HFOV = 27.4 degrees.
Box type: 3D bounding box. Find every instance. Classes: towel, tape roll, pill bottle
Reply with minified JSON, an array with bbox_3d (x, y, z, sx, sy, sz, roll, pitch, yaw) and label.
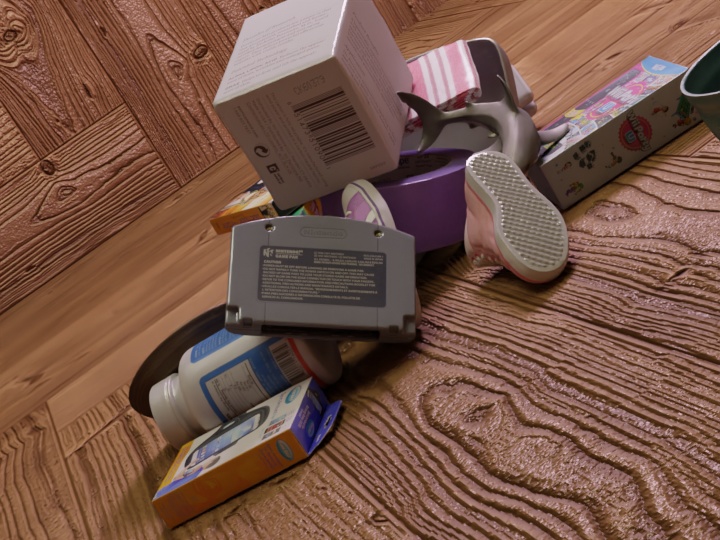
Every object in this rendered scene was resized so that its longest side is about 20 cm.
[{"bbox_3d":[0.056,-0.208,1.835,0.198,0.030,0.147,-26,32,12],"label":"towel"},{"bbox_3d":[0.051,-0.084,1.792,0.197,0.086,0.200,-10,15,3],"label":"tape roll"},{"bbox_3d":[-0.128,0.115,1.609,0.198,0.113,0.112,-29,14,16],"label":"pill bottle"}]

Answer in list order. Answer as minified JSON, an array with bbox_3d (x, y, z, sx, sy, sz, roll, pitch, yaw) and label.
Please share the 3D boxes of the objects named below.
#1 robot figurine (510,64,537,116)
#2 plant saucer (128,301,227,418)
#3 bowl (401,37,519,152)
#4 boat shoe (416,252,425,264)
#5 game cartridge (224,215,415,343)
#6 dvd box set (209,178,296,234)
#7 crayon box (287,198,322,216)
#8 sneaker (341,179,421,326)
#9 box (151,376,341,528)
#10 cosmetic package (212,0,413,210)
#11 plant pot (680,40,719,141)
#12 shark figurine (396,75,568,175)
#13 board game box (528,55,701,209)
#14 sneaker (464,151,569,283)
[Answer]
[{"bbox_3d":[0.147,-0.200,2.053,0.199,0.114,0.170,-33,-27,1],"label":"robot figurine"},{"bbox_3d":[-0.179,0.109,1.721,0.199,0.030,0.201,-32,-25,-16],"label":"plant saucer"},{"bbox_3d":[0.125,-0.183,1.916,0.198,0.203,0.074,-14,-11,31],"label":"bowl"},{"bbox_3d":[0.000,0.000,1.803,0.200,0.067,0.073,-40,15,-24],"label":"boat shoe"},{"bbox_3d":[-0.040,0.007,1.548,0.197,0.042,0.135,4,56,-3],"label":"game cartridge"},{"bbox_3d":[-0.107,-0.108,1.992,0.146,0.030,0.199,-40,15,-25],"label":"dvd box set"},{"bbox_3d":[-0.063,-0.032,1.950,0.058,0.120,0.200,-30,15,12],"label":"crayon box"},{"bbox_3d":[-0.014,-0.015,1.621,0.113,0.073,0.202,-11,51,-11],"label":"sneaker"},{"bbox_3d":[-0.112,0.179,1.508,0.199,0.042,0.119,-31,14,19],"label":"box"},{"bbox_3d":[-0.050,-0.213,1.749,0.163,0.166,0.201,-19,33,22],"label":"cosmetic package"},{"bbox_3d":[0.394,-0.150,1.266,0.199,0.135,0.201,-32,13,8],"label":"plant pot"},{"bbox_3d":[0.148,-0.183,1.694,0.127,0.090,0.214,-33,35,-21],"label":"shark figurine"},{"bbox_3d":[0.287,-0.161,1.705,0.199,0.065,0.148,-33,15,1],"label":"board game box"},{"bbox_3d":[0.161,-0.029,1.551,0.074,0.106,0.201,-10,40,-13],"label":"sneaker"}]
